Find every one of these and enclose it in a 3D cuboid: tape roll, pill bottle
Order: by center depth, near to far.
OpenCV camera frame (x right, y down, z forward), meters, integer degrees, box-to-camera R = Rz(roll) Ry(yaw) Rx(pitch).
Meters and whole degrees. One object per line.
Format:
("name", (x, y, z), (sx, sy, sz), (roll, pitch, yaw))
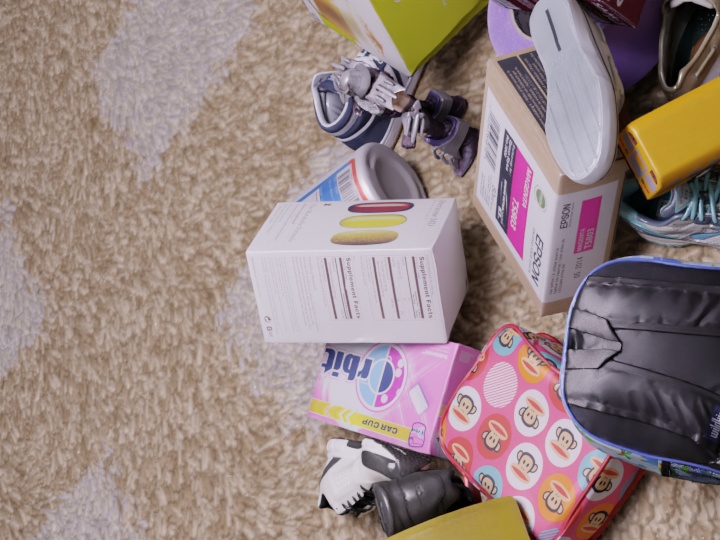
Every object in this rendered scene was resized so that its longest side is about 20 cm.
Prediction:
("tape roll", (0.225, -0.274, 1.552), (0.199, 0.084, 0.202), (-28, 50, 40))
("pill bottle", (-0.029, -0.043, 1.727), (0.199, 0.112, 0.113), (-35, 55, 32))

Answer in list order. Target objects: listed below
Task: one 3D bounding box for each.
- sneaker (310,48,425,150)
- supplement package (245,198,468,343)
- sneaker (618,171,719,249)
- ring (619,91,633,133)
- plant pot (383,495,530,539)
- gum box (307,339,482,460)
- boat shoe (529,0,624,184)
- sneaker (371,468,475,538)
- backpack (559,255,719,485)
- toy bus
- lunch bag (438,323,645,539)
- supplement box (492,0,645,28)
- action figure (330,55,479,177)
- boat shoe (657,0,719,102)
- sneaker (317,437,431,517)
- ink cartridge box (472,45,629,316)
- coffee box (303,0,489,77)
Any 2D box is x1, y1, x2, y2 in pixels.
("sneaker", (0.012, -0.234, 1.749), (0.070, 0.108, 0.202), (15, 87, 45))
("supplement package", (0.000, 0.000, 1.607), (0.197, 0.114, 0.111), (-1, 119, 18))
("sneaker", (0.314, -0.054, 1.410), (0.198, 0.086, 0.079), (-2, 76, 44))
("ring", (0.311, -0.185, 1.504), (0.199, 0.019, 0.203), (-18, 64, 41))
("plant pot", (0.056, 0.346, 1.423), (0.201, 0.174, 0.202), (-60, 40, 47))
("gum box", (0.036, 0.121, 1.640), (0.199, 0.066, 0.115), (12, 84, 46))
("boat shoe", (0.203, -0.159, 1.373), (0.073, 0.066, 0.202), (-35, 49, 41))
("sneaker", (0.068, 0.238, 1.508), (0.090, 0.200, 0.077), (-20, 72, 0))
("backpack", (0.272, 0.086, 1.333), (0.197, 0.147, 0.185), (10, 82, 13))
("toy bus", (0.322, -0.136, 1.360), (0.198, 0.078, 0.066), (-27, 82, -8))
("lunch bag", (0.165, 0.168, 1.487), (0.200, 0.081, 0.177), (45, 109, 42))
("supplement box", (0.196, -0.300, 1.481), (0.199, 0.061, 0.110), (21, 88, 53))
("action figure", (0.043, -0.167, 1.632), (0.070, 0.199, 0.130), (-56, 46, 15))
("boat shoe", (0.321, -0.245, 1.451), (0.074, 0.068, 0.203), (-2, 75, 44))
("sneaker", (0.012, 0.216, 1.597), (0.200, 0.073, 0.081), (-22, 47, 69))
("ink cartridge box", (0.176, -0.085, 1.488), (0.201, 0.074, 0.166), (91, 158, -48))
("coffee box", (0.031, -0.369, 1.667), (0.200, 0.200, 0.197), (-43, 45, -8))
